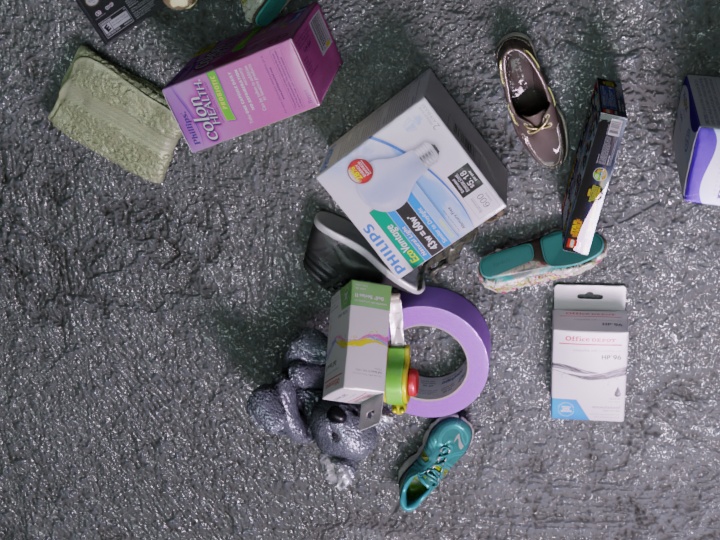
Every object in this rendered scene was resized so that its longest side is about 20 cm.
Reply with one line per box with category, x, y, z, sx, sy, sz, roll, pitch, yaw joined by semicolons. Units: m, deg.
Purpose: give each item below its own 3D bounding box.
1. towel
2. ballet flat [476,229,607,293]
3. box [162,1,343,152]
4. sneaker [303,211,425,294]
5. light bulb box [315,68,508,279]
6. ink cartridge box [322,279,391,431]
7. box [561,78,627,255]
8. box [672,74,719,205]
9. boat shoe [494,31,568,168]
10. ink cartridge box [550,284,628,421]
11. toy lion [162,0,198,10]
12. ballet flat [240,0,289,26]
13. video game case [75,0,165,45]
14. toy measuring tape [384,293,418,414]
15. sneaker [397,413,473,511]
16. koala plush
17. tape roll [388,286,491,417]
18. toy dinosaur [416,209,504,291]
towel;-0.361;-0.228;1.615;0.198;0.037;0.150;29;120;-5
ballet flat;0.269;-0.013;1.590;0.196;0.077;0.064;-11;149;20
box;-0.142;-0.266;1.473;0.197;0.177;0.098;-18;114;20
sneaker;0.000;0.000;1.650;0.198;0.071;0.100;31;121;1
light bulb box;0.076;-0.135;1.529;0.199;0.125;0.199;-34;107;23
ink cartridge box;-0.008;0.128;1.596;0.066;0.204;0.117;9;163;-15
box;0.316;-0.142;1.472;0.039;0.138;0.203;12;119;4
box;0.516;-0.163;1.397;0.196;0.185;0.107;8;121;7
boat shoe;0.237;-0.225;1.488;0.071;0.060;0.203;-15;113;17
ink cartridge box;0.348;0.126;1.645;0.113;0.068;0.204;1;117;10
toy lion;-0.241;-0.479;1.430;0.192;0.069;0.200;43;101;-10
ballet flat;-0.094;-0.416;1.452;0.199;0.075;0.064;-40;71;20
video game case;-0.333;-0.443;1.504;0.198;0.026;0.182;-26;110;23
toy measuring tape;0.053;0.137;1.633;0.072;0.074;0.204;1;118;10
sneaker;0.125;0.321;1.784;0.077;0.080;0.202;28;118;-5
koala plush;-0.053;0.228;1.697;0.198;0.178;0.185;32;158;14
tape roll;0.106;0.129;1.696;0.196;0.066;0.204;5;117;9
toy dinosaur;0.128;-0.030;1.577;0.047;0.200;0.088;44;156;2
